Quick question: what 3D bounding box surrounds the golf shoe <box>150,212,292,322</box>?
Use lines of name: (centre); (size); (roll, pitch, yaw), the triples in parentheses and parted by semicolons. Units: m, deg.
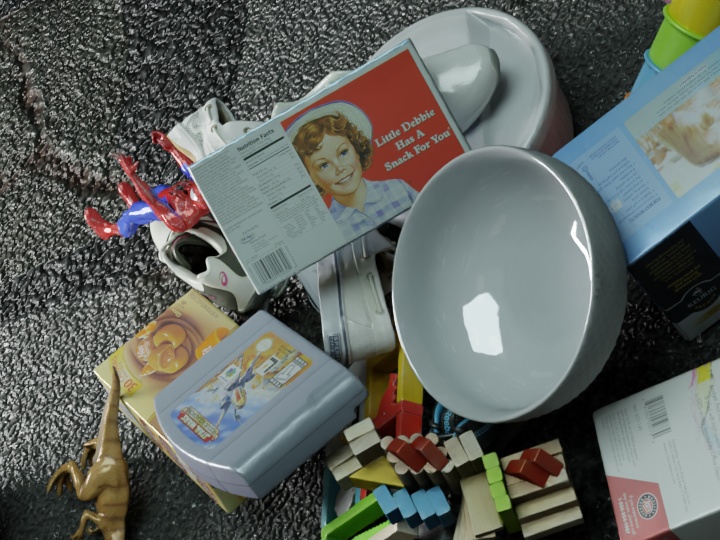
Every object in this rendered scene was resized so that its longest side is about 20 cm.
golf shoe: (-0.139, -0.025, 1.883); (0.200, 0.088, 0.078); (33, 97, 50)

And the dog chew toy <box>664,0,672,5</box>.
dog chew toy: (0.334, -0.260, 1.702); (0.199, 0.125, 0.125); (-12, 57, 18)

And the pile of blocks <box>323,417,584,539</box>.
pile of blocks: (0.063, 0.154, 1.574); (0.199, 0.062, 0.083); (3, 64, 18)

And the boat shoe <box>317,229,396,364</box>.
boat shoe: (0.000, 0.000, 1.743); (0.069, 0.071, 0.201); (-5, 35, 0)

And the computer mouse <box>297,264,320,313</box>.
computer mouse: (-0.041, -0.048, 1.871); (0.109, 0.044, 0.201); (-34, 50, 11)

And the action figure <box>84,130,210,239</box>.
action figure: (-0.186, -0.078, 1.851); (0.065, 0.099, 0.200); (-42, 21, -25)

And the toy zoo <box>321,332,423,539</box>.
toy zoo: (0.009, 0.135, 1.702); (0.131, 0.020, 0.201); (-41, 39, 52)

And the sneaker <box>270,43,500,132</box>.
sneaker: (0.018, -0.132, 1.733); (0.199, 0.080, 0.071); (-25, 51, 18)

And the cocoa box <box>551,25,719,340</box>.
cocoa box: (0.272, -0.075, 1.620); (0.200, 0.131, 0.134); (-38, 49, 9)

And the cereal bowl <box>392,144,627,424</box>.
cereal bowl: (0.120, 0.011, 1.582); (0.199, 0.083, 0.202); (-2, 88, 46)

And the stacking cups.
stacking cups: (0.238, -0.139, 1.675); (0.061, 0.060, 0.201); (49, 127, 42)

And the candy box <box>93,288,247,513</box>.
candy box: (-0.125, 0.105, 1.799); (0.115, 0.055, 0.200); (-40, 40, -12)

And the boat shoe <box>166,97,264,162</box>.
boat shoe: (-0.102, -0.101, 1.879); (0.069, 0.071, 0.200); (-51, 40, 2)

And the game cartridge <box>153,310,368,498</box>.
game cartridge: (-0.085, 0.104, 1.668); (0.133, 0.042, 0.200); (-36, 26, -13)

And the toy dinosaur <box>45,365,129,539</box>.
toy dinosaur: (-0.215, 0.167, 1.833); (0.106, 0.060, 0.202); (11, 104, 49)

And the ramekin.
ramekin: (0.086, -0.110, 1.790); (0.201, 0.094, 0.204); (-17, 55, 26)

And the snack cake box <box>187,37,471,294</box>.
snack cake box: (-0.020, -0.080, 1.675); (0.199, 0.067, 0.115); (-29, 91, 2)

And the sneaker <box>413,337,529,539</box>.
sneaker: (0.070, 0.146, 1.658); (0.073, 0.082, 0.201); (9, 71, 33)

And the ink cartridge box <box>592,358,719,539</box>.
ink cartridge box: (0.277, 0.125, 1.543); (0.199, 0.067, 0.117); (-25, 53, 22)
